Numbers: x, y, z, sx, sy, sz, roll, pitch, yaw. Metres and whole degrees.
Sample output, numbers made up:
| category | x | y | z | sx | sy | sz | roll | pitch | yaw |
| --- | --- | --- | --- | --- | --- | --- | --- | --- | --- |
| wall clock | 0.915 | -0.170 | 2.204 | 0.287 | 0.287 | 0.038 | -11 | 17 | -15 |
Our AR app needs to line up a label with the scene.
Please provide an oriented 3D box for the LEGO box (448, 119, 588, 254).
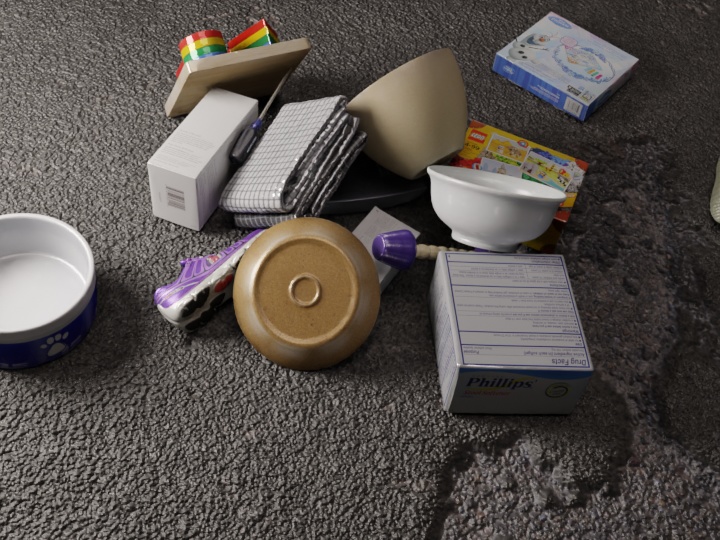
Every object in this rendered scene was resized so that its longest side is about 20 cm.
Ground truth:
| category | x | y | z | sx | sy | sz | roll | pitch | yaw |
| --- | --- | --- | --- | --- | --- | --- | --- | --- | --- |
| LEGO box | 0.237 | -0.131 | 1.507 | 0.197 | 0.078 | 0.150 | 22 | 49 | 9 |

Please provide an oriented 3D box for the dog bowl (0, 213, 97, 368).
| category | x | y | z | sx | sy | sz | roll | pitch | yaw |
| --- | --- | --- | --- | --- | --- | --- | --- | --- | --- |
| dog bowl | -0.443 | 0.024 | 1.252 | 0.196 | 0.079 | 0.202 | 5 | 48 | -6 |

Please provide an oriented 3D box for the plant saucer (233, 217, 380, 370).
| category | x | y | z | sx | sy | sz | roll | pitch | yaw |
| --- | --- | --- | --- | --- | --- | --- | --- | --- | --- |
| plant saucer | -0.072 | 0.028 | 1.267 | 0.196 | 0.035 | 0.204 | 0 | 84 | 1 |

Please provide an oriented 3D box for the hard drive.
| category | x | y | z | sx | sy | sz | roll | pitch | yaw |
| --- | --- | --- | --- | --- | --- | --- | --- | --- | --- |
| hard drive | -0.009 | -0.147 | 1.502 | 0.196 | 0.043 | 0.136 | -9 | 51 | -17 |

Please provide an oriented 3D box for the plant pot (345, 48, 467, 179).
| category | x | y | z | sx | sy | sz | roll | pitch | yaw |
| --- | --- | --- | --- | --- | --- | --- | --- | --- | --- |
| plant pot | 0.083 | -0.218 | 1.443 | 0.199 | 0.200 | 0.136 | -28 | 86 | -29 |

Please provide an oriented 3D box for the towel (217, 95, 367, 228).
| category | x | y | z | sx | sy | sz | roll | pitch | yaw |
| --- | --- | --- | --- | --- | --- | --- | --- | --- | --- |
| towel | -0.094 | -0.149 | 1.390 | 0.164 | 0.086 | 0.202 | 3 | 55 | 51 |

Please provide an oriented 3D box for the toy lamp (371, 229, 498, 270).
| category | x | y | z | sx | sy | sz | roll | pitch | yaw |
| --- | --- | --- | --- | --- | --- | --- | --- | --- | --- |
| toy lamp | 0.106 | -0.024 | 1.364 | 0.197 | 0.059 | 0.059 | 4 | 45 | -31 |

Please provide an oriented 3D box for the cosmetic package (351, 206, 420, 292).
| category | x | y | z | sx | sy | sz | roll | pitch | yaw |
| --- | --- | --- | --- | --- | --- | --- | --- | --- | --- |
| cosmetic package | 0.000 | 0.000 | 1.368 | 0.082 | 0.051 | 0.200 | 32 | 52 | 11 |

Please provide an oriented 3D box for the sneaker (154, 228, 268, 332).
| category | x | y | z | sx | sy | sz | roll | pitch | yaw |
| --- | --- | --- | --- | --- | --- | --- | --- | --- | --- |
| sneaker | -0.199 | -0.004 | 1.323 | 0.083 | 0.081 | 0.199 | 33 | 52 | 27 |

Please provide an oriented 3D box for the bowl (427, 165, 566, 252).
| category | x | y | z | sx | sy | sz | roll | pitch | yaw |
| --- | --- | --- | --- | --- | --- | --- | --- | --- | --- |
| bowl | 0.181 | -0.082 | 1.350 | 0.197 | 0.092 | 0.201 | 11 | 13 | -2 |

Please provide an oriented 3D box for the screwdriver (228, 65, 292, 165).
| category | x | y | z | sx | sy | sz | roll | pitch | yaw |
| --- | --- | --- | --- | --- | --- | --- | --- | --- | --- |
| screwdriver | -0.142 | -0.234 | 1.451 | 0.029 | 0.028 | 0.201 | 46 | 56 | -24 |

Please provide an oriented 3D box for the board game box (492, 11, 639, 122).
| category | x | y | z | sx | sy | sz | roll | pitch | yaw |
| --- | --- | --- | --- | --- | --- | --- | --- | --- | --- |
| board game box | 0.377 | -0.377 | 1.769 | 0.199 | 0.044 | 0.199 | 35 | 53 | 20 |

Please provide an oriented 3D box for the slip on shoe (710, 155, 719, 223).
| category | x | y | z | sx | sy | sz | roll | pitch | yaw |
| --- | --- | --- | --- | --- | --- | --- | --- | --- | --- |
| slip on shoe | 0.620 | -0.146 | 1.594 | 0.060 | 0.075 | 0.201 | 23 | 44 | 7 |

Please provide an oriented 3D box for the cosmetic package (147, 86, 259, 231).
| category | x | y | z | sx | sy | sz | roll | pitch | yaw |
| --- | --- | --- | --- | --- | --- | --- | --- | --- | --- |
| cosmetic package | -0.228 | -0.169 | 1.440 | 0.084 | 0.109 | 0.201 | 18 | 47 | 12 |

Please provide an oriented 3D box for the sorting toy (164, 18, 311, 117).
| category | x | y | z | sx | sy | sz | roll | pitch | yaw |
| --- | --- | --- | --- | --- | --- | --- | --- | --- | --- |
| sorting toy | -0.203 | -0.324 | 1.514 | 0.197 | 0.198 | 0.071 | -17 | 86 | -23 |

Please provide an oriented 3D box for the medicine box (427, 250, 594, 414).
| category | x | y | z | sx | sy | sz | roll | pitch | yaw |
| --- | --- | --- | --- | --- | --- | --- | --- | --- | --- |
| medicine box | 0.194 | 0.081 | 1.297 | 0.179 | 0.104 | 0.202 | 2 | 49 | -8 |
